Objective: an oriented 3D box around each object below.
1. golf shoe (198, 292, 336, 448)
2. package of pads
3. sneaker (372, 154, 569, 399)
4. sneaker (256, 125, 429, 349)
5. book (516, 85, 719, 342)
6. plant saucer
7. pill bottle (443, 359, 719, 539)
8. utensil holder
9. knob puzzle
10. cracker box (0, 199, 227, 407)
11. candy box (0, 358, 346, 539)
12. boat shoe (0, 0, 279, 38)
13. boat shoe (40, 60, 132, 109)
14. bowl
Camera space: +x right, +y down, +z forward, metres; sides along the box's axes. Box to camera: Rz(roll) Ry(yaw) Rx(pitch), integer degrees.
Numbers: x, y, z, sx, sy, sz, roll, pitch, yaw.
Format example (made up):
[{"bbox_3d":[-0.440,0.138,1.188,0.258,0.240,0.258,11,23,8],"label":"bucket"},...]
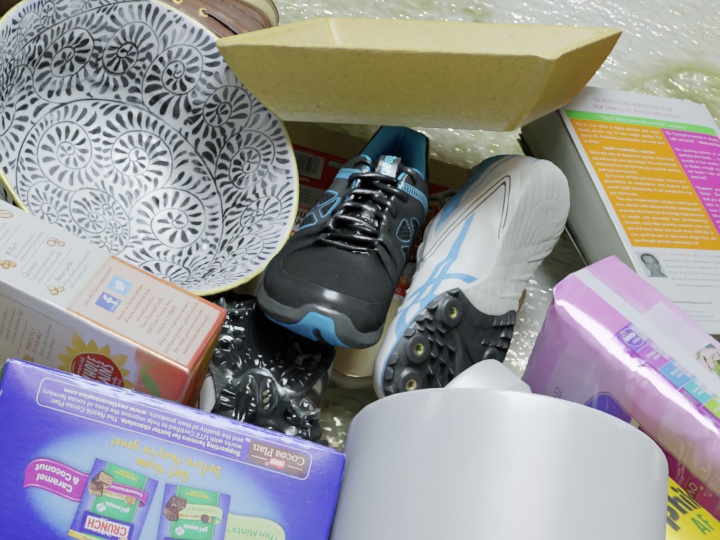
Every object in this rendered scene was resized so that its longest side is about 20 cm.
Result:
[{"bbox_3d":[-0.059,0.083,1.292,0.077,0.095,0.200,14,27,-4],"label":"golf shoe"},{"bbox_3d":[0.173,0.100,1.343,0.200,0.121,0.075,42,50,22],"label":"package of pads"},{"bbox_3d":[0.055,0.010,1.394,0.072,0.072,0.200,-3,39,38],"label":"sneaker"},{"bbox_3d":[-0.006,-0.022,1.343,0.073,0.082,0.200,20,24,1],"label":"sneaker"},{"bbox_3d":[0.193,-0.027,1.479,0.133,0.048,0.201,1,45,-28],"label":"book"},{"bbox_3d":[0.038,-0.115,1.430,0.198,0.049,0.200,5,11,17],"label":"plant saucer"},{"bbox_3d":[0.116,0.142,1.281,0.200,0.113,0.112,42,45,22],"label":"pill bottle"},{"bbox_3d":[0.057,0.175,1.126,0.168,0.170,0.202,13,67,-10],"label":"utensil holder"},{"bbox_3d":[0.000,0.000,1.443,0.218,0.031,0.221,11,44,-10],"label":"knob puzzle"},{"bbox_3d":[-0.180,0.039,1.247,0.199,0.135,0.058,26,41,4],"label":"cracker box"},{"bbox_3d":[-0.113,0.163,1.123,0.168,0.077,0.202,17,72,-8],"label":"candy box"},{"bbox_3d":[-0.145,-0.158,1.517,0.198,0.072,0.068,13,40,-14],"label":"boat shoe"},{"bbox_3d":[-0.163,-0.114,1.465,0.198,0.076,0.072,1,31,-29],"label":"boat shoe"},{"bbox_3d":[-0.142,-0.052,1.373,0.199,0.094,0.202,19,51,-25],"label":"bowl"}]
